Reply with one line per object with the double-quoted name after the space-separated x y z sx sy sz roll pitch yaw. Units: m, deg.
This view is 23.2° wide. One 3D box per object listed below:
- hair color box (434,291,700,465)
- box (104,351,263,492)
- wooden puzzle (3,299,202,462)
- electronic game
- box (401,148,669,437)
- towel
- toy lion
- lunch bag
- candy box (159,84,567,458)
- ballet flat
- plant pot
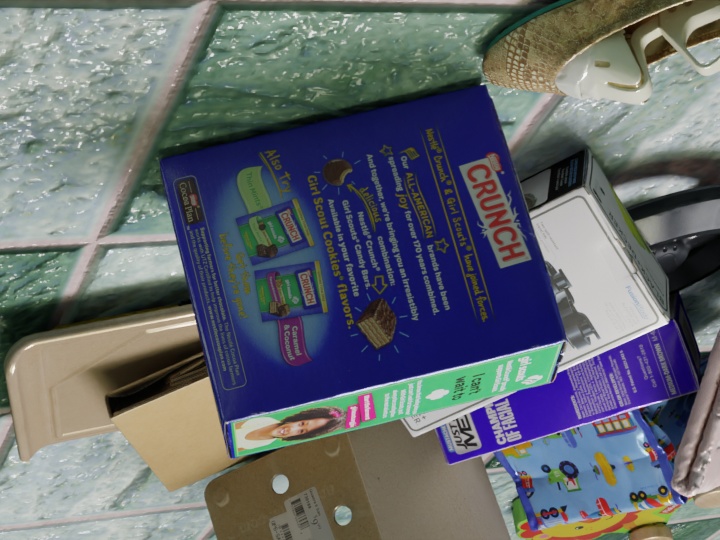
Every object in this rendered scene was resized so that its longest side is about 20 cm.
0.156 0.080 1.345 0.200 0.065 0.109 -20 -173 14 "hair color box"
-0.089 0.098 1.278 0.163 0.021 0.200 -23 158 -3 "box"
-0.150 0.065 1.233 0.200 0.037 0.185 -15 157 -14 "wooden puzzle"
0.198 -0.011 1.265 0.200 0.042 0.200 -17 162 -6 "electronic game"
0.093 0.018 1.173 0.200 0.060 0.117 -27 110 23 "box"
0.293 0.071 1.322 0.032 0.191 0.200 19 -172 25 "towel"
0.262 0.236 1.816 0.192 0.069 0.200 6 148 -26 "toy lion"
0.226 0.118 1.453 0.151 0.094 0.200 -18 -167 40 "lunch bag"
0.000 0.000 1.019 0.200 0.169 0.077 -13 160 -5 "candy box"
0.164 -0.131 0.967 0.200 0.065 0.071 -23 155 16 "ballet flat"
-0.011 0.214 1.400 0.200 0.200 0.177 -26 160 21 "plant pot"
